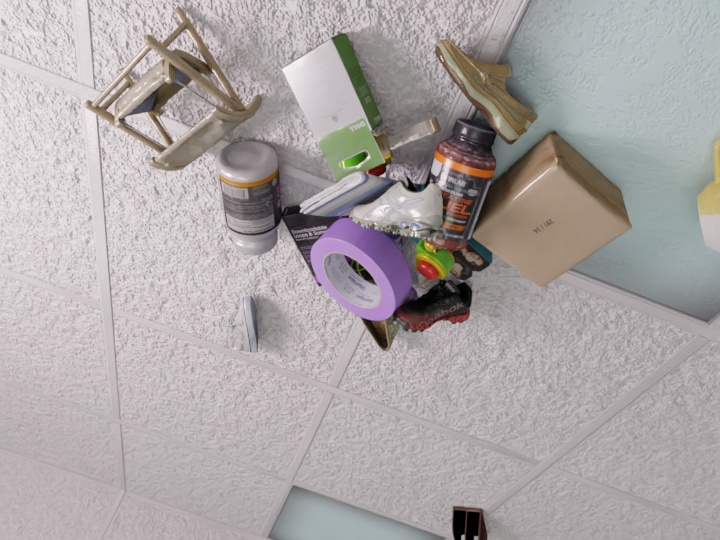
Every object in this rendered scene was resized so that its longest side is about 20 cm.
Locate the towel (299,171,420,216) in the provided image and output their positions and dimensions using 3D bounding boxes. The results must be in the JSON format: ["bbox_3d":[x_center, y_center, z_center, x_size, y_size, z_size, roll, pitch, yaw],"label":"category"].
[{"bbox_3d":[0.003,-0.132,0.991,0.145,0.198,0.024,-23,80,34],"label":"towel"}]

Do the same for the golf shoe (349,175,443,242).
[{"bbox_3d":[0.063,-0.108,0.938,0.198,0.100,0.077,13,-174,44],"label":"golf shoe"}]

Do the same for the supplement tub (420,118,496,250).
[{"bbox_3d":[0.161,-0.144,0.938,0.105,0.107,0.204,15,114,1],"label":"supplement tub"}]

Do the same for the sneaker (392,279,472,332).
[{"bbox_3d":[0.153,0.067,1.151,0.197,0.071,0.099,-7,131,-31],"label":"sneaker"}]

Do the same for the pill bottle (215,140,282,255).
[{"bbox_3d":[-0.209,-0.134,1.075,0.114,0.118,0.202,10,136,6],"label":"pill bottle"}]

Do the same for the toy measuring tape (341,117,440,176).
[{"bbox_3d":[0.049,-0.207,0.955,0.197,0.074,0.074,-19,126,25],"label":"toy measuring tape"}]

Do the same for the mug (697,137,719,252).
[{"bbox_3d":[0.610,-0.110,0.865,0.151,0.191,0.148,-11,163,37],"label":"mug"}]

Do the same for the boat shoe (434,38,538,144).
[{"bbox_3d":[0.196,-0.286,0.851,0.076,0.072,0.199,-39,122,24],"label":"boat shoe"}]

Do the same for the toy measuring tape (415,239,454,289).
[{"bbox_3d":[0.141,-0.002,1.059,0.072,0.075,0.201,6,154,10],"label":"toy measuring tape"}]

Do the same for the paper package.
[{"bbox_3d":[0.321,-0.097,0.962,0.189,0.105,0.200,33,133,-16],"label":"paper package"}]

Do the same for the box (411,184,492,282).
[{"bbox_3d":[0.159,-0.067,1.077,0.199,0.050,0.082,38,132,-20],"label":"box"}]

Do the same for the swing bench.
[{"bbox_3d":[-0.311,-0.283,0.951,0.197,0.131,0.200,-25,123,34],"label":"swing bench"}]

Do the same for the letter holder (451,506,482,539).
[{"bbox_3d":[0.371,0.922,1.908,0.098,0.144,0.202,-2,133,18],"label":"letter holder"}]

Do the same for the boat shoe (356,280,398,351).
[{"bbox_3d":[0.032,0.097,1.265,0.072,0.063,0.201,-13,128,28],"label":"boat shoe"}]

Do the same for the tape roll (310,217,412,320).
[{"bbox_3d":[0.000,0.000,1.079,0.198,0.066,0.202,28,146,21],"label":"tape roll"}]

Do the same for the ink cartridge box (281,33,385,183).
[{"bbox_3d":[-0.032,-0.258,0.903,0.102,0.059,0.203,-16,109,31],"label":"ink cartridge box"}]

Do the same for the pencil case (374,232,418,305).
[{"bbox_3d":[0.062,-0.009,1.144,0.084,0.085,0.202,-15,132,1],"label":"pencil case"}]

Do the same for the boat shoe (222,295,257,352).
[{"bbox_3d":[-0.301,0.135,1.390,0.084,0.076,0.204,-1,142,-7],"label":"boat shoe"}]

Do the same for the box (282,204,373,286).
[{"bbox_3d":[-0.062,-0.055,1.165,0.140,0.036,0.202,-7,129,23],"label":"box"}]
